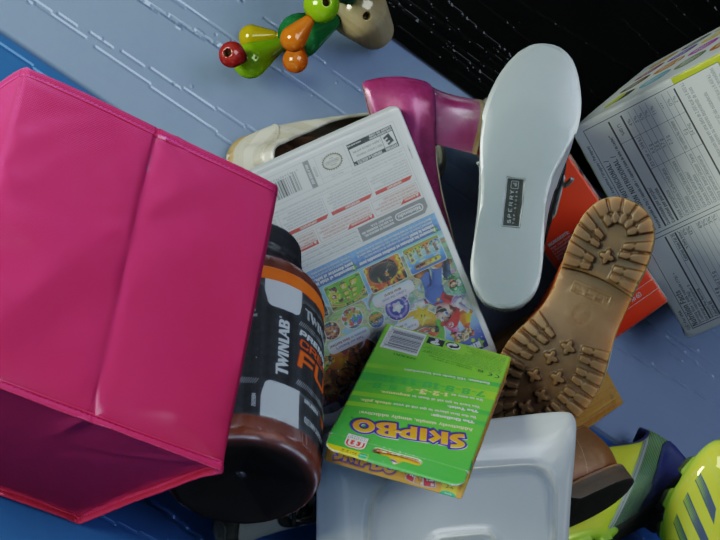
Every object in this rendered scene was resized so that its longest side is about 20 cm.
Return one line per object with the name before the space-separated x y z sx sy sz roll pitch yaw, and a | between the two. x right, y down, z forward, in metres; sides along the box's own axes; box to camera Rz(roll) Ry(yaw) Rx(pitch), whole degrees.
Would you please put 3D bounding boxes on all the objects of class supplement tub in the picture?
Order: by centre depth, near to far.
supplement tub | -0.077 0.062 1.461 0.107 0.107 0.201 25 44 -28

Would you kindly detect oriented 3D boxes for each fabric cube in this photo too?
fabric cube | -0.194 0.024 1.371 0.200 0.196 0.200 24 61 -29

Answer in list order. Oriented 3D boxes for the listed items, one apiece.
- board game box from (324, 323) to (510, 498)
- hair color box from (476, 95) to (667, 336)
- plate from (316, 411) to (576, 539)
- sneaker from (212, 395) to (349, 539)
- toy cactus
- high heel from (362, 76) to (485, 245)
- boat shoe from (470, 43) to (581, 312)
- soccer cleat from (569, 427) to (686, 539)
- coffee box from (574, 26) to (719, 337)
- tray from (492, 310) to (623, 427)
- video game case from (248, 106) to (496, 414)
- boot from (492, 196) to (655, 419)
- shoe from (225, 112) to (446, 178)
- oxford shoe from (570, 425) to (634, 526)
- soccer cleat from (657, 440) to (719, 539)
board game box | 0.040 0.096 1.477 0.095 0.030 0.200 15 22 7
hair color box | 0.157 -0.049 1.707 0.064 0.111 0.200 -36 99 6
plate | 0.065 0.205 1.511 0.199 0.032 0.200 -3 101 -22
sneaker | -0.016 0.141 1.516 0.200 0.074 0.079 -25 48 -29
toy cactus | -0.021 -0.213 1.635 0.200 0.102 0.165 -56 156 -4
high heel | 0.027 -0.043 1.618 0.096 0.067 0.201 10 104 -16
boat shoe | 0.122 -0.067 1.612 0.073 0.068 0.200 5 86 3
soccer cleat | 0.177 0.184 1.691 0.200 0.065 0.084 -24 60 -35
coffee box | 0.326 -0.097 1.771 0.200 0.197 0.200 60 33 -5
tray | 0.113 0.106 1.674 0.200 0.037 0.099 -30 93 -38
video game case | 0.000 0.000 1.577 0.143 0.018 0.201 -25 101 -11
boot | 0.162 0.039 1.610 0.075 0.107 0.200 30 97 7
shoe | -0.007 -0.082 1.637 0.199 0.053 0.070 -6 78 -38
oxford shoe | 0.104 0.166 1.596 0.199 0.071 0.071 -16 62 -33
soccer cleat | 0.262 0.231 1.657 0.065 0.084 0.201 8 102 -48
